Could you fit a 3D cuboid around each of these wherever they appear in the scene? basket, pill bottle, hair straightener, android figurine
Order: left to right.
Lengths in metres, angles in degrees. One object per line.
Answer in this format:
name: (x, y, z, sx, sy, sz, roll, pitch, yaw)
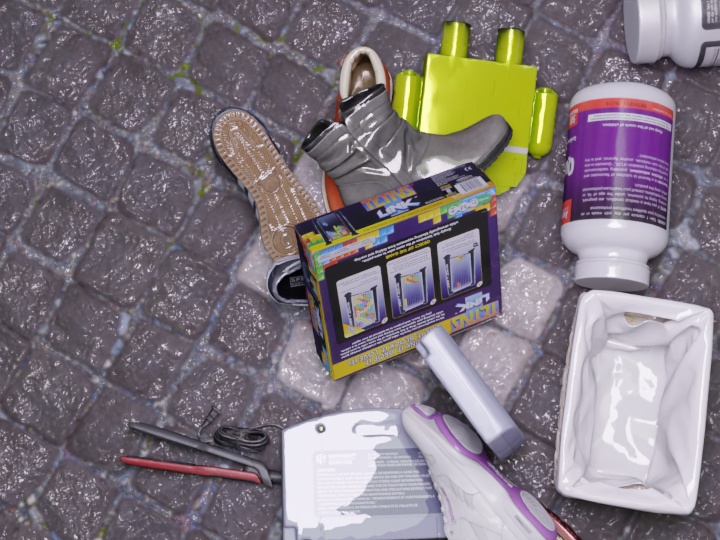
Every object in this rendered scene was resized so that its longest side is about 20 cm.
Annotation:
hair straightener: (-0.151, 0.180, 1.279, 0.197, 0.041, 0.078, 8, 81, 6)
android figurine: (0.122, -0.161, 1.304, 0.179, 0.041, 0.203, 4, 95, -4)
pill bottle: (0.266, -0.085, 1.259, 0.111, 0.113, 0.203, 5, 80, 5)
basket: (0.267, 0.134, 1.214, 0.133, 0.123, 0.203, 8, 81, 5)
pill bottle: (0.384, -0.275, 1.281, 0.197, 0.116, 0.118, -4, 79, 3)

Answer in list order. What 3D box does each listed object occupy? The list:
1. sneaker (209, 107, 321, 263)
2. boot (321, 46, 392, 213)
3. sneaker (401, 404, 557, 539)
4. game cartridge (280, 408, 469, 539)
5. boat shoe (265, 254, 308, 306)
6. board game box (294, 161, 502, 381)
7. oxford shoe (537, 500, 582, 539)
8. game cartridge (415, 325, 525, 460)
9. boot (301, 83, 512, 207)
sneaker: (-0.101, -0.090, 1.318, 0.070, 0.109, 0.202, -30, 109, -4)
boot: (-0.004, -0.136, 1.294, 0.074, 0.107, 0.203, 3, 82, 2)
sneaker: (0.098, 0.221, 1.200, 0.200, 0.075, 0.100, 47, 109, 19)
game cartridge: (0.017, 0.210, 1.250, 0.197, 0.041, 0.135, 0, 83, -6)
boat shoe: (0.000, 0.000, 1.270, 0.197, 0.068, 0.073, -8, 98, -9)
board game box: (0.042, 0.001, 1.214, 0.198, 0.167, 0.057, -20, 40, -15)
oxford shoe: (0.209, 0.312, 1.215, 0.075, 0.070, 0.201, -41, 77, 3)
game cartridge: (0.110, 0.123, 1.189, 0.040, 0.200, 0.134, -33, 80, 2)
boot: (0.048, -0.135, 1.233, 0.199, 0.068, 0.132, -32, 110, 0)
